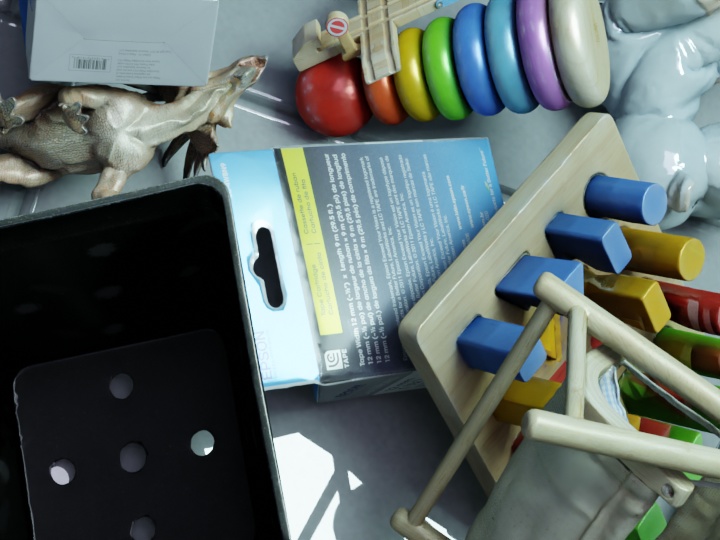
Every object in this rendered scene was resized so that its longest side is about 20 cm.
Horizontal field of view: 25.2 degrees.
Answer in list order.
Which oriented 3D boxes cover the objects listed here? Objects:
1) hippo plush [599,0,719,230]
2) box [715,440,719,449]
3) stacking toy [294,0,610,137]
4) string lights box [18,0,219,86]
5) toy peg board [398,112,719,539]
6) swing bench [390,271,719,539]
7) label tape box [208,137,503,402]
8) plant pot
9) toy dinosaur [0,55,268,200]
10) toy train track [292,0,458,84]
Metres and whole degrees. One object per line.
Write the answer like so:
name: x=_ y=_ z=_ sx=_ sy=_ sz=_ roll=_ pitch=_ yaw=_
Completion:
hippo plush: x=0.207 y=-0.113 z=1.048 sx=0.197 sy=0.159 sz=0.163 roll=-1 pitch=73 yaw=-19
box: x=0.267 y=0.220 z=0.966 sx=0.197 sy=0.050 sz=0.201 roll=20 pitch=62 yaw=31
stacking toy: x=0.051 y=-0.128 z=1.006 sx=0.197 sy=0.085 sz=0.087 roll=-9 pitch=72 yaw=20
string lights box: x=-0.152 y=-0.188 z=0.954 sx=0.101 sy=0.059 sz=0.201 roll=0 pitch=39 yaw=-18
toy peg board: x=0.152 y=0.048 z=0.961 sx=0.200 sy=0.097 sz=0.200 roll=-47 pitch=126 yaw=-26
swing bench: x=0.136 y=0.146 z=0.852 sx=0.198 sy=0.200 sz=0.130 roll=25 pitch=33 yaw=-7
label tape box: x=0.000 y=0.000 z=0.981 sx=0.198 sy=0.066 sz=0.145 roll=-6 pitch=76 yaw=-29
plant pot: x=-0.138 y=0.086 z=0.845 sx=0.197 sy=0.178 sz=0.203 roll=-12 pitch=77 yaw=1
toy dinosaur: x=-0.161 y=-0.084 z=0.958 sx=0.197 sy=0.087 sz=0.136 roll=8 pitch=26 yaw=10
toy train track: x=0.043 y=-0.179 z=0.985 sx=0.198 sy=0.033 sz=0.115 roll=-22 pitch=39 yaw=15
